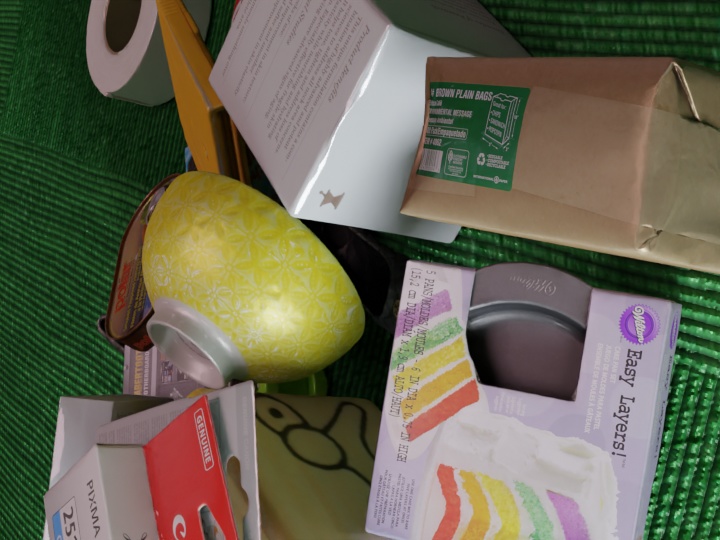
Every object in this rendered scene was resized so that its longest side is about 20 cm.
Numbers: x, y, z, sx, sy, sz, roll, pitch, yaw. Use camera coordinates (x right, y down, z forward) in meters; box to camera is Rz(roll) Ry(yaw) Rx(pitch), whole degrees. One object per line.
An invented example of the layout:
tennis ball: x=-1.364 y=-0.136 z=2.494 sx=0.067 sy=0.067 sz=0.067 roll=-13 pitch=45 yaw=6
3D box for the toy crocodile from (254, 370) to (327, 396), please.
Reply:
toy crocodile: x=-0.078 y=0.072 z=1.029 sx=0.062 sy=0.067 sz=0.201 roll=-33 pitch=58 yaw=52

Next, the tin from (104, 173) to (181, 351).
tin: x=-0.196 y=-0.009 z=1.069 sx=0.112 sy=0.042 sz=0.201 roll=-33 pitch=38 yaw=29

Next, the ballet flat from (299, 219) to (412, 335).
ballet flat: x=0.000 y=0.000 z=0.950 sx=0.200 sy=0.057 sz=0.067 roll=44 pitch=118 yaw=46

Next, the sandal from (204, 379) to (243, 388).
sandal: x=-0.139 y=0.071 z=1.013 sx=0.082 sy=0.054 sz=0.201 roll=-27 pitch=61 yaw=60

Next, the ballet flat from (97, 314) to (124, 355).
ballet flat: x=-0.214 y=0.101 z=1.185 sx=0.200 sy=0.057 sz=0.067 roll=27 pitch=100 yaw=39

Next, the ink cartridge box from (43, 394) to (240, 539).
ink cartridge box: x=-0.145 y=0.208 z=0.734 sx=0.176 sy=0.045 sz=0.201 roll=-41 pitch=55 yaw=38

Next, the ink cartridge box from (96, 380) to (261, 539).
ink cartridge box: x=-0.119 y=0.174 z=0.780 sx=0.200 sy=0.047 sz=0.161 roll=-21 pitch=67 yaw=43

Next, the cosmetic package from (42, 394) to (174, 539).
cosmetic package: x=-0.217 y=0.185 z=0.961 sx=0.200 sy=0.051 sz=0.152 roll=52 pitch=-139 yaw=-83

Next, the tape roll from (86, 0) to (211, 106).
tape roll: x=-0.259 y=-0.305 z=1.330 sx=0.202 sy=0.071 sz=0.203 roll=-12 pitch=74 yaw=50

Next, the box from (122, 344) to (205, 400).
box: x=-0.162 y=0.093 z=1.098 sx=0.158 sy=0.048 sz=0.201 roll=-11 pitch=71 yaw=27

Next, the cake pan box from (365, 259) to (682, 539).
cake pan box: x=0.107 y=0.096 z=0.735 sx=0.183 sy=0.052 sz=0.201 roll=10 pitch=90 yaw=20

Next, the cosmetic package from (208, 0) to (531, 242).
cosmetic package: x=0.008 y=-0.153 z=0.881 sx=0.168 sy=0.166 sz=0.200 roll=-59 pitch=42 yaw=27

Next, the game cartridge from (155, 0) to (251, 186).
game cartridge: x=-0.147 y=-0.145 z=1.055 sx=0.177 sy=0.032 sz=0.200 roll=86 pitch=163 yaw=-46

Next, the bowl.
bowl: x=-0.107 y=0.030 z=0.880 sx=0.200 sy=0.200 sz=0.108 roll=-3 pitch=42 yaw=52

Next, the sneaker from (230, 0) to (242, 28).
sneaker: x=-0.080 y=-0.258 z=1.087 sx=0.200 sy=0.078 sz=0.116 roll=-33 pitch=60 yaw=43

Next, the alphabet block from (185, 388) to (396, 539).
alphabet block: x=-0.050 y=0.231 z=0.865 sx=0.200 sy=0.195 sz=0.197 roll=48 pitch=118 yaw=46

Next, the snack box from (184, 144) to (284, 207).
snack box: x=-0.115 y=-0.109 z=1.136 sx=0.200 sy=0.037 sz=0.117 roll=-26 pitch=63 yaw=47

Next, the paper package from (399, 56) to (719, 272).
paper package: x=0.156 y=-0.060 z=0.651 sx=0.200 sy=0.190 sz=0.104 roll=16 pitch=96 yaw=53
